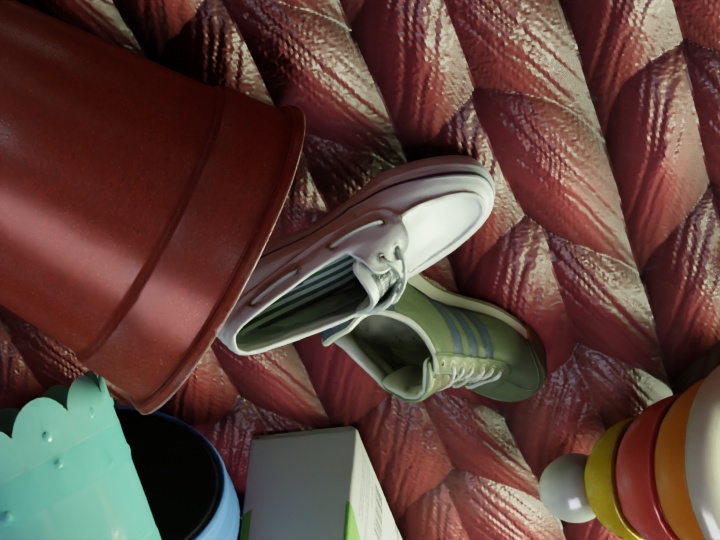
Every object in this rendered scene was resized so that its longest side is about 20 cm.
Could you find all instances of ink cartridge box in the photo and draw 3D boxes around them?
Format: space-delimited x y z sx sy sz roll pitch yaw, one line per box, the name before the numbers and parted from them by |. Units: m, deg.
ink cartridge box | -0.020 0.232 1.656 0.083 0.146 0.201 -7 138 13

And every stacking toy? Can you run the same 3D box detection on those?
stacking toy | 0.205 0.143 1.577 0.199 0.147 0.146 -13 140 45

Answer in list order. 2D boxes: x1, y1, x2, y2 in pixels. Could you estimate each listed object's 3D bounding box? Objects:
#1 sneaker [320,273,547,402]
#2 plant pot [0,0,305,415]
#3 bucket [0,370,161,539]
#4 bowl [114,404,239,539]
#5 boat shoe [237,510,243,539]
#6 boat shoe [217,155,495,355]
sneaker | 0.042 0.054 1.489 0.200 0.090 0.067 34 130 -30
plant pot | -0.165 -0.050 1.323 0.194 0.202 0.201 28 135 -14
bucket | -0.218 0.160 1.376 0.206 0.207 0.136 -24 91 28
bowl | -0.181 0.161 1.554 0.199 0.201 0.040 1 124 4
boat shoe | -0.136 0.193 1.651 0.199 0.075 0.060 15 161 -30
boat shoe | 0.000 0.000 1.390 0.199 0.067 0.074 -27 130 -7
